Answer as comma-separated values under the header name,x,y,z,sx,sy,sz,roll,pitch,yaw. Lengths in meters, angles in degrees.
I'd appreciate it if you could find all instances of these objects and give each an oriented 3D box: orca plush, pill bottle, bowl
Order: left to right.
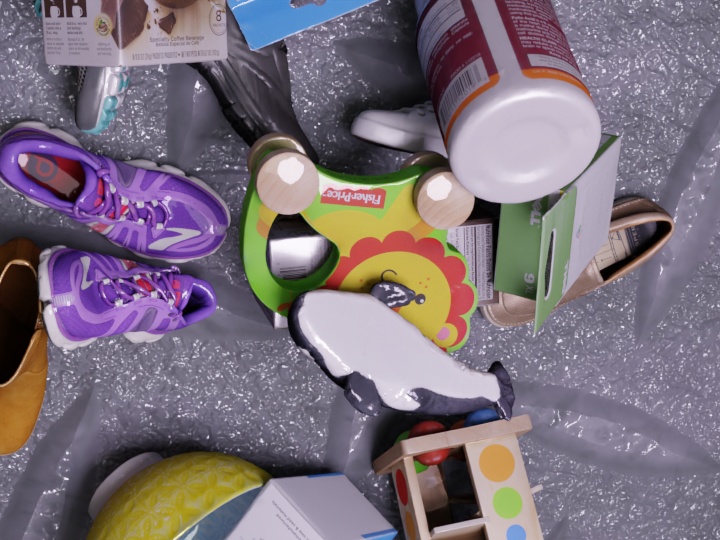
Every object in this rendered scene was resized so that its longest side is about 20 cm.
name,x,y,z,sx,sy,sz,roll,pitch,yaw
bowl,-0.172,0.222,0.962,0.108,0.200,0.200,42,90,22
orca plush,0.024,0.068,0.872,0.199,0.071,0.106,9,71,-28
pill bottle,0.105,-0.160,0.858,0.113,0.201,0.115,-6,140,-5

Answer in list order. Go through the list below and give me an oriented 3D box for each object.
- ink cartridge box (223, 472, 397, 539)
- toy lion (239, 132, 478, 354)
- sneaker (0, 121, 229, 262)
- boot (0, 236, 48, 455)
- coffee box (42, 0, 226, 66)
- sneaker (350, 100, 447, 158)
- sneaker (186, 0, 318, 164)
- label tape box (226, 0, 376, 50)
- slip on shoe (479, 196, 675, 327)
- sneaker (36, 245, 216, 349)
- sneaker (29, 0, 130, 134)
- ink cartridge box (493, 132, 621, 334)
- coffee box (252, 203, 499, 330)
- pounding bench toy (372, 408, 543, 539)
name,x,y,z,sx,sy,sz,roll,pitch,yaw
ink cartridge box,-0.079,0.281,0.974,0.085,0.144,0.200,43,102,23
toy lion,0.000,0.000,0.879,0.199,0.069,0.193,5,109,-16
sneaker,-0.203,-0.055,0.906,0.199,0.083,0.081,18,98,-19
boot,-0.286,0.075,0.889,0.070,0.144,0.203,6,101,-15
coffee box,-0.162,-0.250,0.787,0.113,0.079,0.201,-20,113,-53
sneaker,0.084,-0.139,0.982,0.199,0.073,0.085,2,100,-27
sneaker,-0.088,-0.169,0.926,0.091,0.076,0.200,-40,111,-10
label tape box,-0.062,-0.296,0.874,0.143,0.066,0.201,-23,86,-9
slip on shoe,0.205,-0.006,1.046,0.199,0.061,0.076,-24,108,-8
sneaker,-0.182,0.015,0.883,0.083,0.200,0.081,-12,85,21
sneaker,-0.226,-0.210,0.884,0.091,0.078,0.201,2,95,-7
ink cartridge box,0.157,-0.040,0.929,0.059,0.200,0.104,15,120,24
coffee box,0.010,-0.011,0.966,0.199,0.113,0.080,-6,105,-14
pounding bench toy,0.086,0.224,1.044,0.123,0.200,0.157,-9,74,-15
